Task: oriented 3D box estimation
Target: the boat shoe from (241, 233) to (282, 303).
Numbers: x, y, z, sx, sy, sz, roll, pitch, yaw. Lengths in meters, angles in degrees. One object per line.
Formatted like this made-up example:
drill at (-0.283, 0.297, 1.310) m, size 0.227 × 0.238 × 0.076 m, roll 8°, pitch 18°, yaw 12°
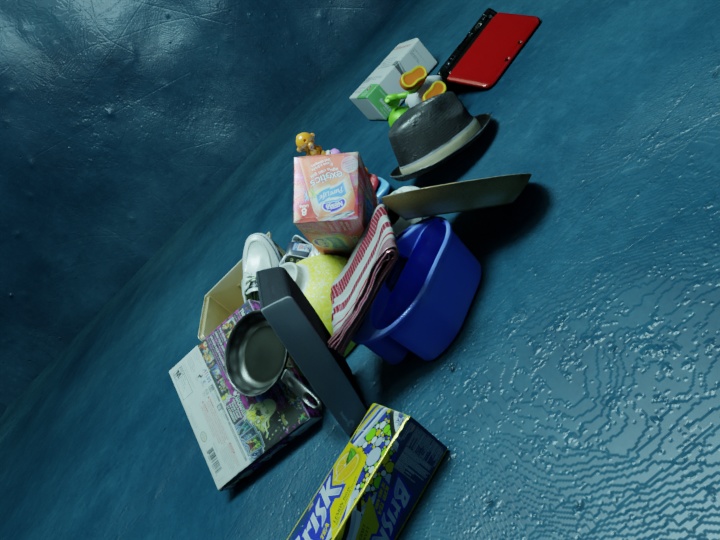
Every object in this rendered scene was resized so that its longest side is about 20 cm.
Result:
boat shoe at (-0.170, 0.031, 1.098) m, size 0.073 × 0.201 × 0.067 m, roll -13°, pitch -5°, yaw 11°

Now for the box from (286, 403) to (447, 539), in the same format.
box at (-0.003, 0.233, 0.602) m, size 0.200 × 0.064 × 0.070 m, roll -55°, pitch 24°, yaw -18°

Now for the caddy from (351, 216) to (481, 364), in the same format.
caddy at (0.060, 0.021, 0.782) m, size 0.141 × 0.105 × 0.200 m, roll -19°, pitch 36°, yaw 51°

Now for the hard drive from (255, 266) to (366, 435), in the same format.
hard drive at (-0.059, 0.093, 0.769) m, size 0.042 × 0.200 × 0.135 m, roll -30°, pitch 23°, yaw 0°

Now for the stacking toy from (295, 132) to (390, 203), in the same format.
stacking toy at (-0.051, -0.189, 1.206) m, size 0.116 × 0.200 × 0.110 m, roll -47°, pitch 22°, yaw 3°

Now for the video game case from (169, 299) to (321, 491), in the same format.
video game case at (-0.170, 0.174, 0.887) m, size 0.181 × 0.036 × 0.200 m, roll -41°, pitch 63°, yaw 16°

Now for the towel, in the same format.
towel at (0.000, 0.000, 0.783) m, size 0.144 × 0.023 × 0.200 m, roll -61°, pitch 12°, yaw 17°

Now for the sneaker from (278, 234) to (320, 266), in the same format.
sneaker at (-0.054, -0.029, 1.068) m, size 0.200 × 0.108 × 0.070 m, roll -33°, pitch 27°, yaw 31°

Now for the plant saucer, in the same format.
plant saucer at (0.128, -0.095, 0.833) m, size 0.200 × 0.036 × 0.200 m, roll -9°, pitch 3°, yaw 1°

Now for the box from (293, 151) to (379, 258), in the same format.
box at (-0.030, -0.089, 0.940) m, size 0.094 × 0.200 × 0.103 m, roll -3°, pitch 77°, yaw 9°

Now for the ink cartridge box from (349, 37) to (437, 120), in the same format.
ink cartridge box at (0.083, -0.488, 1.613) m, size 0.200 × 0.084 × 0.146 m, roll -48°, pitch 22°, yaw -2°

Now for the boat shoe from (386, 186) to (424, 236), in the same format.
boat shoe at (0.069, -0.098, 0.996) m, size 0.074 × 0.067 × 0.200 m, roll -40°, pitch 23°, yaw 17°

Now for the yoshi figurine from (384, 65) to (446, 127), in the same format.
yoshi figurine at (0.105, -0.326, 1.266) m, size 0.200 × 0.112 × 0.113 m, roll 106°, pitch 163°, yaw -85°

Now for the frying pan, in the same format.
frying pan at (-0.107, 0.111, 0.816) m, size 0.190 × 0.031 × 0.115 m, roll 2°, pitch 78°, yaw 36°

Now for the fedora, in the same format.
fedora at (0.120, -0.241, 1.074) m, size 0.200 × 0.092 × 0.201 m, roll -31°, pitch 18°, yaw 11°

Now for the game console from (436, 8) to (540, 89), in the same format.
game console at (0.254, -0.429, 1.298) m, size 0.200 × 0.119 × 0.172 m, roll -53°, pitch -8°, yaw -14°

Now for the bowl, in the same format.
bowl at (-0.086, 0.048, 0.951) m, size 0.200 × 0.108 × 0.200 m, roll -31°, pitch 39°, yaw 30°

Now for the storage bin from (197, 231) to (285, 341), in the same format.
storage bin at (-0.215, 0.054, 1.241) m, size 0.200 × 0.094 × 0.199 m, roll -43°, pitch 22°, yaw 10°
